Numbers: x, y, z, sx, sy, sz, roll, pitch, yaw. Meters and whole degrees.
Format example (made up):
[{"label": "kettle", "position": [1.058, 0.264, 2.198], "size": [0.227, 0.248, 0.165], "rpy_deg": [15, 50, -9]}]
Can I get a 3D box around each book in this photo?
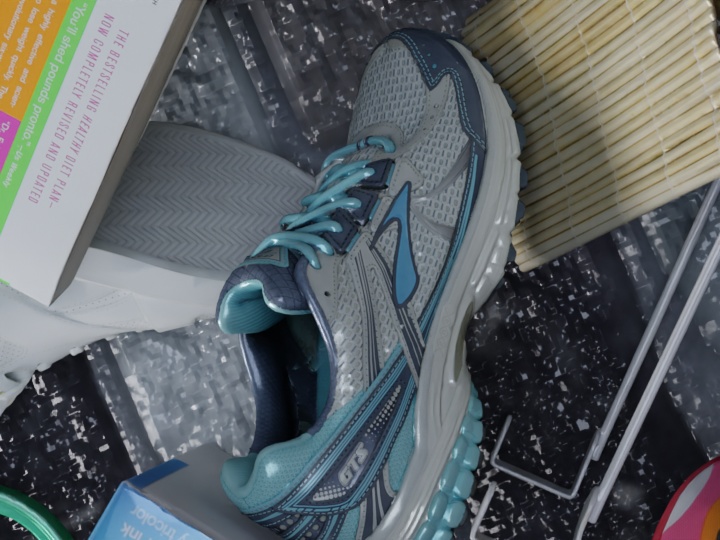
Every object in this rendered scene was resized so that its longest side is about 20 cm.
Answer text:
[{"label": "book", "position": [-0.158, -0.092, 0.725], "size": [0.199, 0.048, 0.134], "rpy_deg": [29, 110, 1]}]

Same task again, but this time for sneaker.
[{"label": "sneaker", "position": [0.000, 0.000, 0.767], "size": [0.086, 0.078, 0.201], "rpy_deg": [20, 61, -27]}, {"label": "sneaker", "position": [-0.110, 0.008, 0.828], "size": [0.199, 0.116, 0.074], "rpy_deg": [3, 49, -19]}]

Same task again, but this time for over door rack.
[{"label": "over door rack", "position": [0.119, 0.012, 0.751], "size": [0.066, 0.148, 0.200], "rpy_deg": [36, 97, 3]}]

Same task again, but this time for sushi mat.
[{"label": "sushi mat", "position": [0.075, -0.062, 0.738], "size": [0.012, 0.200, 0.096], "rpy_deg": [-13, 84, -17]}]

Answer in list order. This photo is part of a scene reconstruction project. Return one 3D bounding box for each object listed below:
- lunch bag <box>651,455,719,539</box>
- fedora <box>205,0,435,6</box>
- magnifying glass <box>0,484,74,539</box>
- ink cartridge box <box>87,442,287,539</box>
[{"label": "lunch bag", "position": [0.158, 0.153, 0.728], "size": [0.082, 0.199, 0.177], "rpy_deg": [23, 101, 45]}, {"label": "fedora", "position": [0.029, -0.159, 0.778], "size": [0.090, 0.177, 0.200], "rpy_deg": [28, 116, -26]}, {"label": "magnifying glass", "position": [-0.185, 0.085, 0.858], "size": [0.200, 0.022, 0.080], "rpy_deg": [40, 95, 6]}, {"label": "ink cartridge box", "position": [-0.054, 0.186, 0.778], "size": [0.146, 0.147, 0.201], "rpy_deg": [30, 94, 6]}]
